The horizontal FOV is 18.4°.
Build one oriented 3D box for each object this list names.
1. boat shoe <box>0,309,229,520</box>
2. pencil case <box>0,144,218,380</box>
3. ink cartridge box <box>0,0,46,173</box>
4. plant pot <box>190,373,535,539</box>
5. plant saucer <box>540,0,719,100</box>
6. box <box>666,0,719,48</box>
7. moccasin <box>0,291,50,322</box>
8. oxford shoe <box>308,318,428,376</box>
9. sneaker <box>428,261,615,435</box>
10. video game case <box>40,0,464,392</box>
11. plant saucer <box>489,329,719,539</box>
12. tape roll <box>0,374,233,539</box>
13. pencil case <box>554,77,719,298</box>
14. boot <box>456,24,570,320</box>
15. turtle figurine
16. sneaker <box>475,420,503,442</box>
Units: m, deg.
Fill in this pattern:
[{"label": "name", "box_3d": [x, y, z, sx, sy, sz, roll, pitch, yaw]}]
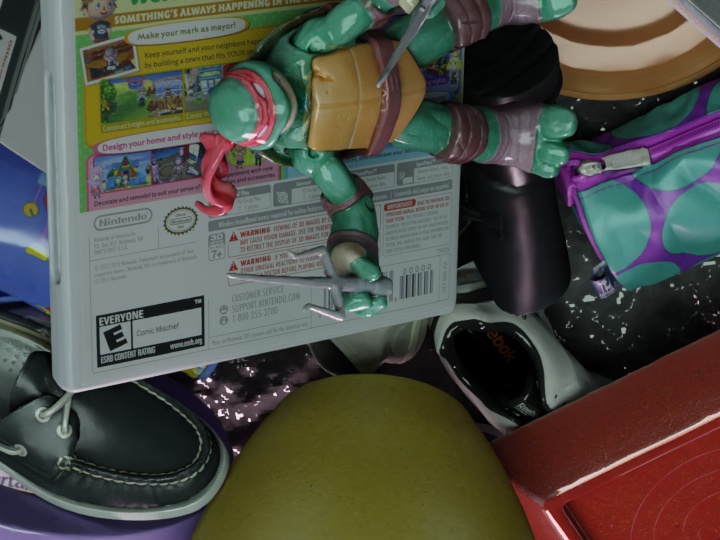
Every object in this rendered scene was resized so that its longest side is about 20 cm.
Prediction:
[{"label": "boat shoe", "box_3d": [-0.159, 0.062, 1.073, 0.199, 0.076, 0.060, 15, 149, 14]}, {"label": "pencil case", "box_3d": [-0.149, -0.013, 1.094, 0.199, 0.078, 0.087, 21, 141, -6]}, {"label": "ink cartridge box", "box_3d": [-0.103, -0.081, 1.033, 0.144, 0.200, 0.085, 18, 98, -38]}, {"label": "plant pot", "box_3d": [0.002, 0.137, 1.096, 0.199, 0.143, 0.200, 2, 148, 1]}, {"label": "plant saucer", "box_3d": [0.122, -0.176, 1.084, 0.199, 0.037, 0.201, 2, 113, 5]}, {"label": "box", "box_3d": [0.220, -0.186, 1.009, 0.158, 0.048, 0.200, 42, 92, 3]}, {"label": "moccasin", "box_3d": [-0.123, 0.020, 1.174, 0.199, 0.081, 0.069, -8, 116, 11]}, {"label": "oxford shoe", "box_3d": [0.000, 0.000, 1.105, 0.058, 0.200, 0.075, -26, 66, -14]}, {"label": "sneaker", "box_3d": [0.102, 0.078, 1.174, 0.074, 0.080, 0.200, -42, 105, 18]}, {"label": "video game case", "box_3d": [-0.041, -0.053, 0.947, 0.199, 0.022, 0.183, -11, 112, -31]}, {"label": "plant saucer", "box_3d": [0.191, 0.124, 1.164, 0.199, 0.037, 0.200, -27, 126, 10]}, {"label": "tape roll", "box_3d": [-0.171, 0.116, 1.155, 0.199, 0.200, 0.085, 14, 115, 0]}, {"label": "pencil case", "box_3d": [0.195, -0.063, 1.096, 0.199, 0.085, 0.092, -26, 150, 15]}, {"label": "boot", "box_3d": [0.028, -0.083, 1.103, 0.076, 0.200, 0.169, -33, 145, -21]}, {"label": "turtle figurine", "box_3d": [0.007, -0.071, 0.899, 0.100, 0.199, 0.150, 32, 123, 33]}, {"label": "sneaker", "box_3d": [0.033, 0.185, 1.222, 0.075, 0.088, 0.201, 16, 114, -1]}]
